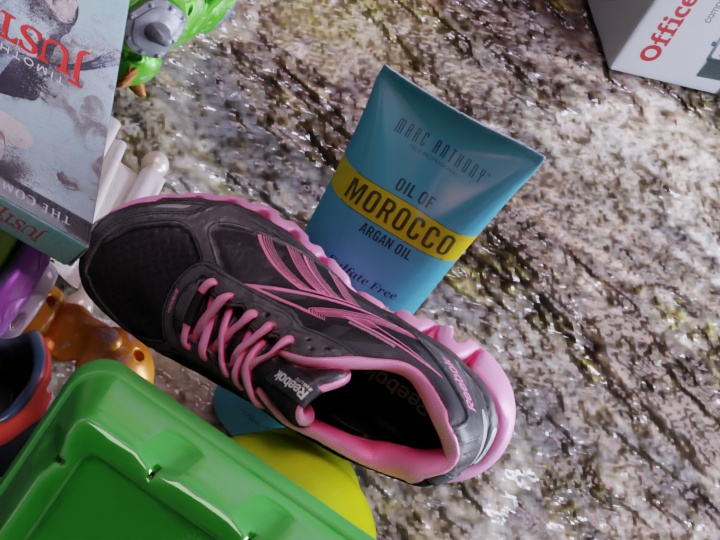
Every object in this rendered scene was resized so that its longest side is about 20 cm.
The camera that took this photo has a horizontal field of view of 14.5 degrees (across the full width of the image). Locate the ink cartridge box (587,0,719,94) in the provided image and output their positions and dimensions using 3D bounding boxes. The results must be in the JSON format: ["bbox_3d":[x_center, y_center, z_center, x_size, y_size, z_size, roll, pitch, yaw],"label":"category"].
[{"bbox_3d":[0.247,-0.169,1.605,0.199,0.147,0.083,11,45,-22],"label":"ink cartridge box"}]

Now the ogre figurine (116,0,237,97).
[{"bbox_3d":[-0.123,-0.154,1.387,0.120,0.098,0.200,39,-4,1],"label":"ogre figurine"}]

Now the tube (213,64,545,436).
[{"bbox_3d":[0.000,0.000,1.233,0.077,0.200,0.050,27,37,-8],"label":"tube"}]

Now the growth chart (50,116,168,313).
[{"bbox_3d":[-0.184,-0.063,1.325,0.200,0.018,0.145,34,41,2],"label":"growth chart"}]

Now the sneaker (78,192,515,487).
[{"bbox_3d":[-0.031,0.032,1.174,0.199,0.079,0.095,26,16,5],"label":"sneaker"}]

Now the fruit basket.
[{"bbox_3d":[-0.057,0.133,1.143,0.215,0.156,0.216,35,-3,2],"label":"fruit basket"}]

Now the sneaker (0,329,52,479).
[{"bbox_3d":[-0.218,0.041,1.145,0.199,0.085,0.075,4,47,-28],"label":"sneaker"}]

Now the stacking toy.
[{"bbox_3d":[-0.172,-0.005,1.223,0.200,0.110,0.116,36,39,-13],"label":"stacking toy"}]

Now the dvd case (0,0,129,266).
[{"bbox_3d":[-0.166,-0.111,1.218,0.146,0.022,0.200,31,43,-26],"label":"dvd case"}]
